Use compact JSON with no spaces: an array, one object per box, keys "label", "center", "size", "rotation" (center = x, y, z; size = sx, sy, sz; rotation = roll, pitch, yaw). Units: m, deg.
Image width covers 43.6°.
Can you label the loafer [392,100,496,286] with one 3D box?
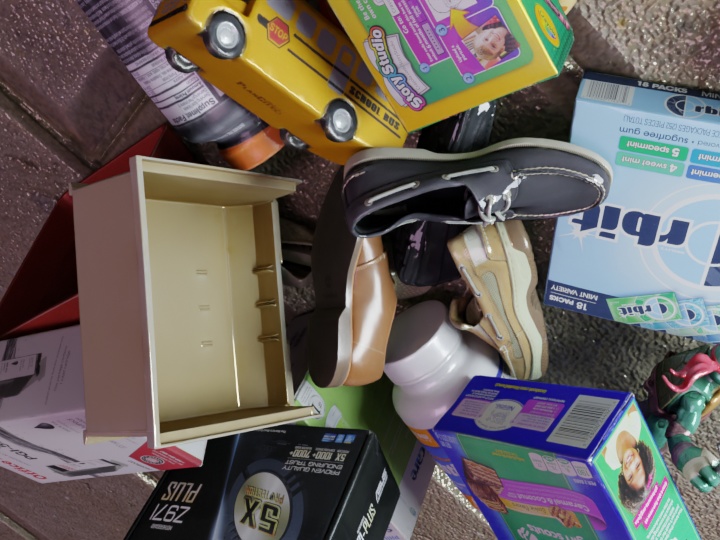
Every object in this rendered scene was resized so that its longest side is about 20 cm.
[{"label":"loafer","center":[0.078,-0.069,0.731],"size":[0.069,0.069,0.202],"rotation":[2,132,-14]}]

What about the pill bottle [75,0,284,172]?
[{"label":"pill bottle","center":[-0.129,-0.175,0.703],"size":[0.105,0.107,0.201],"rotation":[-17,120,37]}]

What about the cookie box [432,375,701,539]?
[{"label":"cookie box","center":[0.176,0.191,0.740],"size":[0.170,0.075,0.201],"rotation":[-1,126,53]}]

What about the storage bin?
[{"label":"storage bin","center":[-0.124,0.027,0.723],"size":[0.093,0.197,0.203],"rotation":[-9,84,37]}]

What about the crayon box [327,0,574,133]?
[{"label":"crayon box","center":[0.036,-0.197,0.564],"size":[0.118,0.059,0.201],"rotation":[-15,121,36]}]

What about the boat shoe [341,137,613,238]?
[{"label":"boat shoe","center":[0.083,-0.049,0.652],"size":[0.197,0.063,0.073],"rotation":[1,140,7]}]

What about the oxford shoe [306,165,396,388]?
[{"label":"oxford shoe","center":[0.000,0.000,0.784],"size":[0.070,0.203,0.071],"rotation":[5,-177,-32]}]

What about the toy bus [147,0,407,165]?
[{"label":"toy bus","center":[-0.051,-0.146,0.655],"size":[0.199,0.079,0.065],"rotation":[32,161,-35]}]

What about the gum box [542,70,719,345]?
[{"label":"gum box","center":[0.235,-0.040,0.684],"size":[0.168,0.045,0.202],"rotation":[13,135,15]}]

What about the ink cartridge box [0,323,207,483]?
[{"label":"ink cartridge box","center":[-0.252,0.122,0.795],"size":[0.198,0.084,0.147],"rotation":[-12,146,26]}]

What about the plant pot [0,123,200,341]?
[{"label":"plant pot","center":[-0.211,0.019,0.870],"size":[0.199,0.202,0.176],"rotation":[-22,129,39]}]

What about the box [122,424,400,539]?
[{"label":"box","center":[-0.087,0.224,0.791],"size":[0.197,0.165,0.087],"rotation":[-1,130,28]}]

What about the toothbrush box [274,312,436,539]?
[{"label":"toothbrush box","center":[-0.012,0.158,0.915],"size":[0.085,0.146,0.201],"rotation":[-20,119,38]}]

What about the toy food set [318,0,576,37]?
[{"label":"toy food set","center":[0.041,-0.233,0.605],"size":[0.196,0.049,0.201],"rotation":[-10,124,33]}]

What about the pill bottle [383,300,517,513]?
[{"label":"pill bottle","center":[0.099,0.129,0.857],"size":[0.111,0.113,0.201],"rotation":[-20,119,38]}]

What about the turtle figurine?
[{"label":"turtle figurine","center":[0.279,0.111,0.734],"size":[0.101,0.149,0.201],"rotation":[53,152,15]}]

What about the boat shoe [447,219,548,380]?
[{"label":"boat shoe","center":[0.112,0.030,0.767],"size":[0.075,0.072,0.201],"rotation":[-19,133,2]}]

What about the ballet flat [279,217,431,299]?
[{"label":"ballet flat","center":[-0.027,0.000,0.840],"size":[0.197,0.063,0.068],"rotation":[13,134,16]}]
